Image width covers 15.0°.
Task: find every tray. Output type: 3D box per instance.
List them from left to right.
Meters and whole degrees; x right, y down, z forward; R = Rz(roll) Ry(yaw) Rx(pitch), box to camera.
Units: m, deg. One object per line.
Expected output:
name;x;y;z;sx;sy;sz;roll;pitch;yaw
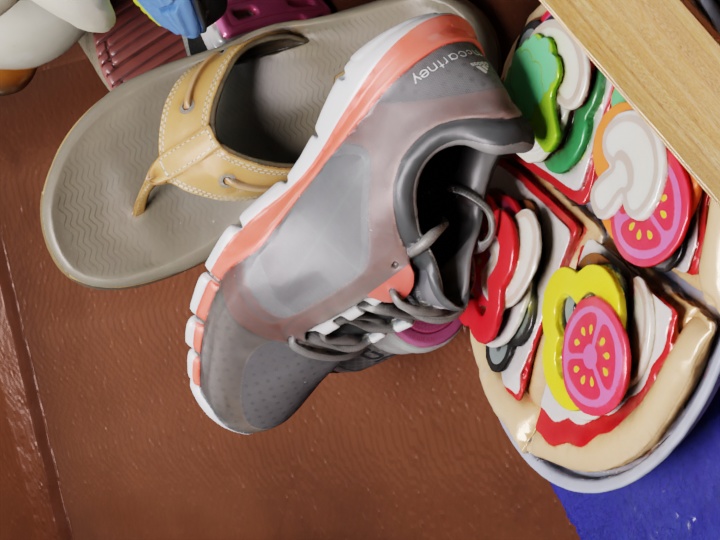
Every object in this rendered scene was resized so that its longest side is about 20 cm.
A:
tray;0.098;-0.066;0.874;0.037;0.099;0.200;-40;86;6

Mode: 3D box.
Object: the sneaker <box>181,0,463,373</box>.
sneaker;-0.034;-0.041;1.162;0.087;0.074;0.201;-37;78;43

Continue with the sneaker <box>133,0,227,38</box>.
sneaker;-0.064;-0.178;0.989;0.071;0.082;0.201;33;134;51

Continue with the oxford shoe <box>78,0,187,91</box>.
oxford shoe;-0.098;-0.115;1.240;0.201;0.070;0.075;60;167;14

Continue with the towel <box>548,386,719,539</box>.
towel;0.139;0.040;1.007;0.200;0.049;0.148;-54;54;46

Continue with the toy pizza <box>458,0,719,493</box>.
toy pizza;0.082;-0.019;1.008;0.200;0.032;0.202;-22;66;61

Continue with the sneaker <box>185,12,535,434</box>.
sneaker;0.000;0.000;1.047;0.082;0.077;0.201;49;126;28

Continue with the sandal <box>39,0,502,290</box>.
sandal;-0.039;-0.058;1.083;0.054;0.199;0.081;24;-137;-85

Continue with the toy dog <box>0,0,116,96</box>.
toy dog;-0.161;-0.150;1.111;0.193;0.200;0.140;23;85;12
